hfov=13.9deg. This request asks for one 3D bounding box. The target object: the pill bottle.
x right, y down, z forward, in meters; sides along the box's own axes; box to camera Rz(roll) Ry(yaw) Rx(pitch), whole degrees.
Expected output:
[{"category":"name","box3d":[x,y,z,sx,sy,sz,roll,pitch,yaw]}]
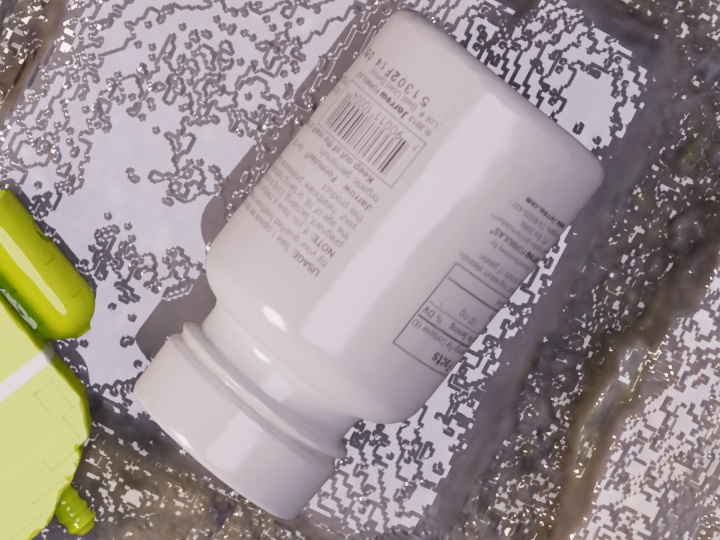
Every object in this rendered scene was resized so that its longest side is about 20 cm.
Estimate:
[{"category":"pill bottle","box3d":[0.000,0.000,1.243,0.114,0.114,0.200,38,94,-9]}]

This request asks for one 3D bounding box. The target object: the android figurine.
[{"category":"android figurine","box3d":[-0.197,0.051,1.274,0.182,0.041,0.200,-40,99,2]}]
